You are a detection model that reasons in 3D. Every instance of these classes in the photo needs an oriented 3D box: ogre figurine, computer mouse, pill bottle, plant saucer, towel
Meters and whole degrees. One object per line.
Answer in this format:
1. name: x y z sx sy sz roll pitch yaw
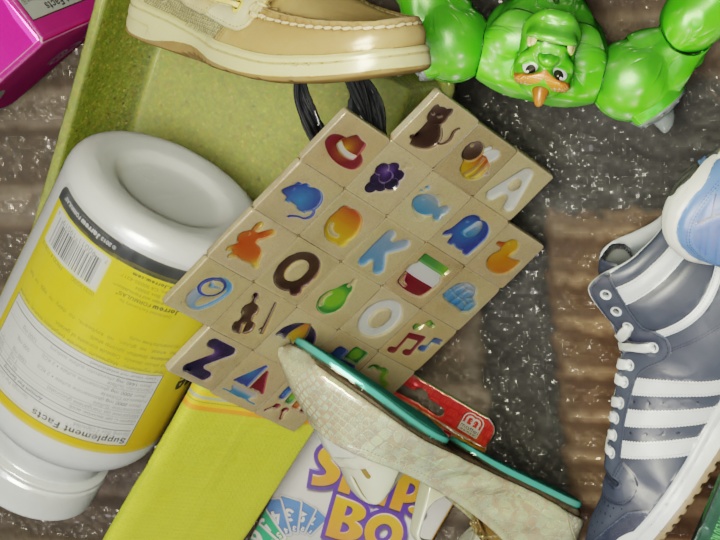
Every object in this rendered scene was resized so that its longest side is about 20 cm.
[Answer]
1. ogre figurine: 0.099 -0.138 0.861 0.199 0.098 0.120 8 102 -18
2. computer mouse: -0.008 -0.141 0.893 0.058 0.034 0.201 -5 80 12
3. pill bottle: -0.139 0.034 0.941 0.112 0.112 0.200 34 117 5
4. plant saucer: -0.063 -0.062 0.969 0.200 0.048 0.200 25 115 9
5. towel: -0.072 0.093 0.964 0.086 0.018 0.200 12 123 -34

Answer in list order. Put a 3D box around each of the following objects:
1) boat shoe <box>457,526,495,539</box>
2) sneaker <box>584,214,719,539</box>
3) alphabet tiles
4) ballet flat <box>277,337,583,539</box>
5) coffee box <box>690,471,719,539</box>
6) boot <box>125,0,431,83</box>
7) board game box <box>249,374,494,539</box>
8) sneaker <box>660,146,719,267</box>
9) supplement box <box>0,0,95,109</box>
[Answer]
1. boat shoe: 0.047 0.231 1.021 0.062 0.075 0.200 29 117 9
2. sneaker: 0.146 0.058 0.924 0.108 0.070 0.200 31 109 1
3. alphabet tiles: 0.000 0.000 0.900 0.200 0.006 0.166 -45 135 16
4. ballet flat: 0.031 0.107 0.920 0.200 0.067 0.062 32 89 -19
5. coffee box: 0.269 0.132 0.854 0.200 0.044 0.123 23 115 11
6. boot: -0.039 -0.172 0.827 0.200 0.073 0.156 22 112 49
7. board game box: -0.005 0.146 1.037 0.095 0.030 0.200 30 114 7
8. sneaker: 0.243 -0.018 0.832 0.199 0.077 0.076 3 117 0
9. supplement box: -0.242 -0.184 0.958 0.101 0.103 0.200 -34 94 26
